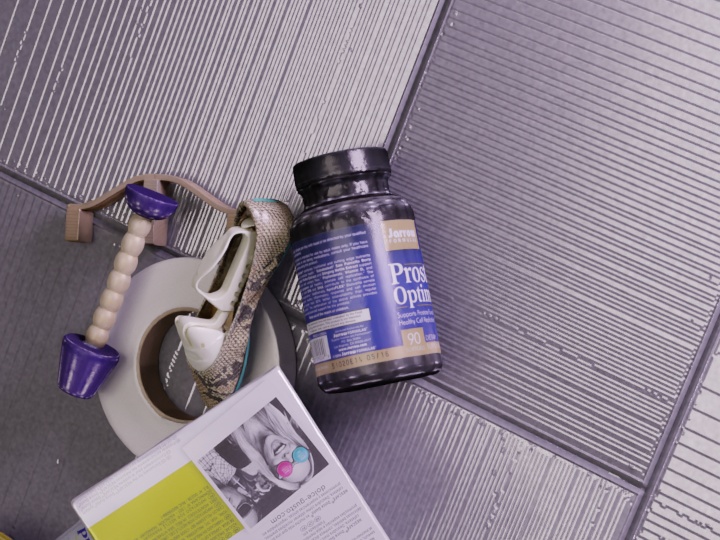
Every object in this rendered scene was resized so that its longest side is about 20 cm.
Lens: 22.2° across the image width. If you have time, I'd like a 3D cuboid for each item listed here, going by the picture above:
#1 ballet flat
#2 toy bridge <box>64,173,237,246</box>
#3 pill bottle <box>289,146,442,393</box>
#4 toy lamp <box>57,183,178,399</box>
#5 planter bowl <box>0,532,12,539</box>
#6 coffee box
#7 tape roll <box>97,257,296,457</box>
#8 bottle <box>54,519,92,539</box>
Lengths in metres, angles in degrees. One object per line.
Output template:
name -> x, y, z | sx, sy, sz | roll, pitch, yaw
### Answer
ballet flat -> -0.122, 0.026, 1.625 | 0.068, 0.075, 0.201 | 32, 104, 45
toy bridge -> -0.193, -0.057, 1.727 | 0.199, 0.027, 0.068 | 3, 88, 25
pill bottle -> 0.000, 0.000, 1.589 | 0.111, 0.112, 0.201 | -13, 84, 24
toy lamp -> -0.228, 0.021, 1.688 | 0.058, 0.058, 0.201 | 25, 97, 23
planter bowl -> -0.372, 0.351, 1.741 | 0.200, 0.083, 0.201 | 14, 111, 38
coffee box -> -0.101, 0.220, 1.534 | 0.200, 0.200, 0.198 | -33, 88, -7
tape roll -> -0.154, 0.088, 1.701 | 0.202, 0.037, 0.204 | 0, 89, 24
bottle -> -0.216, 0.249, 1.699 | 0.200, 0.065, 0.084 | -38, 80, 28
